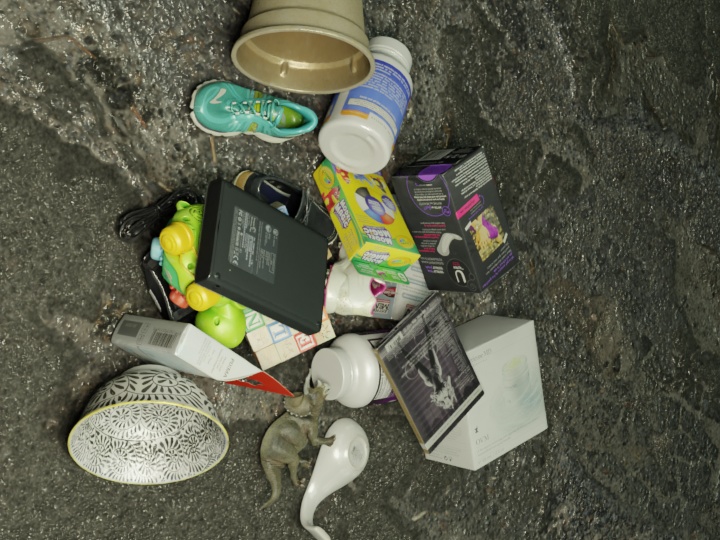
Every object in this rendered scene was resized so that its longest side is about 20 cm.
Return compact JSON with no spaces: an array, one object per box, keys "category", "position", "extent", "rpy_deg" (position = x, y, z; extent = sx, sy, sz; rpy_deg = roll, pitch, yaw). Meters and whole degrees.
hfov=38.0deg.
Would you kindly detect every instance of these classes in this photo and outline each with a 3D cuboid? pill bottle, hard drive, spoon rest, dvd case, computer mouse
[{"category":"pill bottle","position":[0.023,0.149,1.613],"extent":[0.199,0.112,0.114],"rpy_deg":[-4,95,-41]},{"category":"hard drive","position":[-0.120,-0.015,1.338],"extent":[0.199,0.033,0.141],"rpy_deg":[29,55,-41]},{"category":"spoon rest","position":[-0.043,0.319,1.612],"extent":[0.100,0.060,0.201],"rpy_deg":[53,47,-33]},{"category":"dvd case","position":[0.108,0.156,1.601],"extent":[0.149,0.016,0.201],"rpy_deg":[-41,116,-32]},{"category":"computer mouse","position":[-0.237,-0.009,1.414],"extent":[0.140,0.046,0.201],"rpy_deg":[-39,109,-33]},{"category":"pill bottle","position":[0.016,-0.252,1.564],"extent":[0.112,0.111,0.201],"rpy_deg":[47,48,-34]}]

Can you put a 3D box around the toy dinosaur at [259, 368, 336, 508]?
[{"category":"toy dinosaur","position":[-0.104,0.252,1.543],"extent":[0.102,0.077,0.201],"rpy_deg":[40,80,-17]}]

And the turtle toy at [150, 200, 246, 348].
[{"category":"turtle toy","position":[-0.196,0.005,1.346],"extent":[0.145,0.100,0.202],"rpy_deg":[-32,101,-51]}]

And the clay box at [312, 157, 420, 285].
[{"category":"clay box","position":[0.013,-0.073,1.552],"extent":[0.114,0.048,0.201],"rpy_deg":[11,42,-42]}]

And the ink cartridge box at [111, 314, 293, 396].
[{"category":"ink cartridge box","position":[-0.207,0.128,1.369],"extent":[0.200,0.159,0.048],"rpy_deg":[41,65,-36]}]

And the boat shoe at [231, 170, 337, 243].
[{"category":"boat shoe","position":[-0.099,-0.086,1.519],"extent":[0.199,0.062,0.075],"rpy_deg":[30,71,-41]}]

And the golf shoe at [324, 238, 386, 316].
[{"category":"golf shoe","position":[0.000,0.000,1.562],"extent":[0.201,0.090,0.076],"rpy_deg":[-70,173,-46]}]

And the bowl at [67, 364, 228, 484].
[{"category":"bowl","position":[-0.268,0.183,1.333],"extent":[0.200,0.200,0.095],"rpy_deg":[33,36,-38]}]

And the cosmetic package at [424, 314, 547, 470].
[{"category":"cosmetic package","position":[0.203,0.201,1.775],"extent":[0.198,0.122,0.202],"rpy_deg":[-20,105,-40]}]

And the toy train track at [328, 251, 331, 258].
[{"category":"toy train track","position":[-0.124,0.027,1.524],"extent":[0.200,0.032,0.115],"rpy_deg":[-42,125,-23]}]

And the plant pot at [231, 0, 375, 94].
[{"category":"plant pot","position":[-0.072,-0.372,1.454],"extent":[0.199,0.199,0.186],"rpy_deg":[16,72,-41]}]

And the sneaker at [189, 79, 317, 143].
[{"category":"sneaker","position":[-0.147,-0.223,1.454],"extent":[0.199,0.079,0.079],"rpy_deg":[1,93,-42]}]

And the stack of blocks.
[{"category":"stack of blocks","position":[-0.126,0.020,1.448],"extent":[0.114,0.059,0.202],"rpy_deg":[-23,105,-11]}]

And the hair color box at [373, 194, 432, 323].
[{"category":"hair color box","position":[0.081,-0.014,1.689],"extent":[0.098,0.060,0.202],"rpy_deg":[16,82,-41]}]

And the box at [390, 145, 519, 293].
[{"category":"box","position":[0.147,-0.078,1.622],"extent":[0.106,0.122,0.202],"rpy_deg":[-34,114,-35]}]
